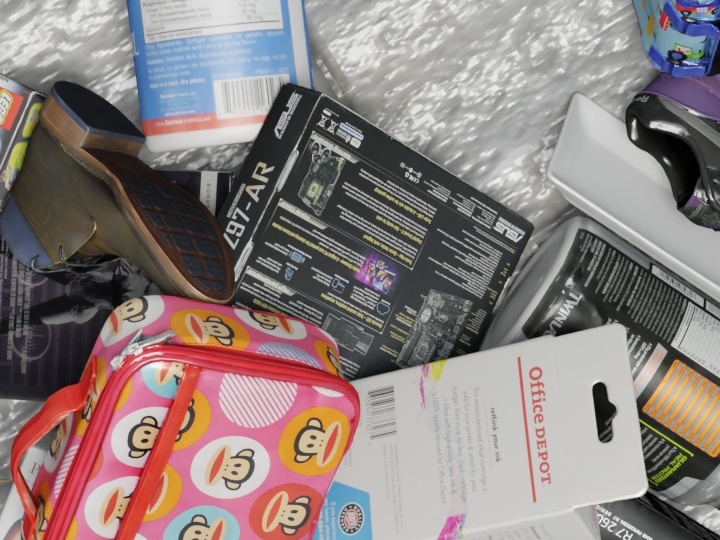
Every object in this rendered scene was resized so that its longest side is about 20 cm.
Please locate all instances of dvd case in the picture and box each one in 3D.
[{"bbox_3d":[-0.173,0.009,1.225,0.199,0.016,0.150,3,89,19],"label":"dvd case"}]

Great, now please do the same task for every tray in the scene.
[{"bbox_3d":[0.206,-0.029,1.256,0.199,0.108,0.022,33,126,-6],"label":"tray"}]

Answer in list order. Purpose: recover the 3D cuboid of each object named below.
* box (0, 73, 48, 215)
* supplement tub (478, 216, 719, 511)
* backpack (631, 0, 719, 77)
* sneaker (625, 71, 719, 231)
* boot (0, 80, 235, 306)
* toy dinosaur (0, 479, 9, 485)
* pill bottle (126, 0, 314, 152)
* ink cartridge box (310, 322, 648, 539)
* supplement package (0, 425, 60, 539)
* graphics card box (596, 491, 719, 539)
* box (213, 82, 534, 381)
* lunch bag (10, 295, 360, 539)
[{"bbox_3d":[-0.283,-0.039,1.229,0.110,0.035,0.201,25,92,14],"label":"box"},{"bbox_3d":[0.185,0.066,1.238,0.199,0.123,0.123,34,91,-5],"label":"supplement tub"},{"bbox_3d":[0.232,-0.228,1.167,0.134,0.200,0.184,-9,72,-2],"label":"backpack"},{"bbox_3d":[0.245,-0.041,1.239,0.087,0.076,0.200,-35,78,-30],"label":"sneaker"},{"bbox_3d":[-0.148,-0.017,1.162,0.074,0.200,0.097,13,120,-46],"label":"boot"},{"bbox_3d":[-0.302,0.203,1.259,0.101,0.058,0.201,20,100,-19],"label":"toy dinosaur"},{"bbox_3d":[-0.091,-0.178,1.211,0.111,0.112,0.201,-6,93,-3],"label":"pill bottle"},{"bbox_3d":[0.072,0.113,1.140,0.199,0.068,0.116,-14,57,16],"label":"ink cartridge box"},{"bbox_3d":[-0.192,0.212,1.229,0.113,0.110,0.201,22,92,-5],"label":"supplement package"},{"bbox_3d":[0.175,0.166,1.242,0.199,0.125,0.051,33,92,-6],"label":"graphics card box"},{"bbox_3d":[0.000,0.000,1.206,0.199,0.043,0.161,28,87,-38],"label":"box"},{"bbox_3d":[-0.109,0.111,1.100,0.175,0.082,0.201,12,117,-24],"label":"lunch bag"}]
